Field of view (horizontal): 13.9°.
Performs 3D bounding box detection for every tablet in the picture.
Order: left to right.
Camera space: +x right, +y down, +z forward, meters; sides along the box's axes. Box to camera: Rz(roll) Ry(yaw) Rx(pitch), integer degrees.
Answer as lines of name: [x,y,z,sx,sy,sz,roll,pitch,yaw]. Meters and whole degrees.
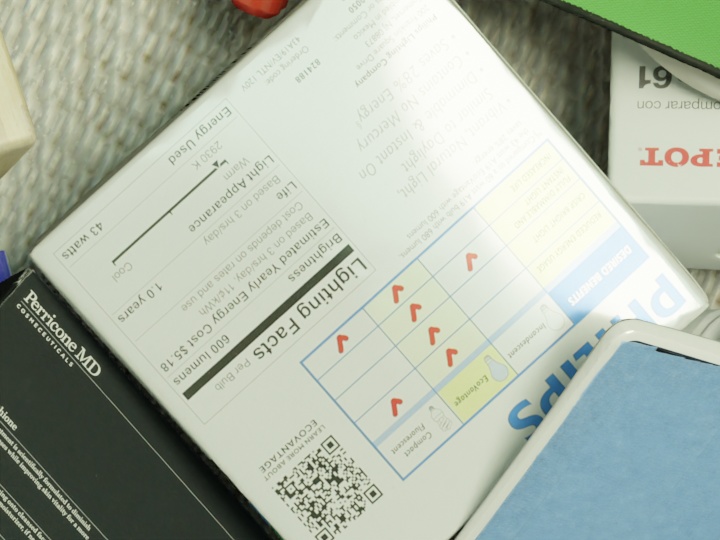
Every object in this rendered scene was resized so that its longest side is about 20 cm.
tablet: [0.100,0.107,1.193,0.130,0.200,0.014,16,32,-32]

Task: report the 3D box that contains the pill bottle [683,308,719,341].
pill bottle: [0.218,0.065,1.244,0.114,0.199,0.115,1,89,-53]

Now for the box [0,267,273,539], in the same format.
box: [-0.122,0.123,1.175,0.200,0.079,0.141,50,54,-15]

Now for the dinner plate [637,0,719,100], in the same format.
dinner plate: [0.189,-0.156,1.210,0.199,0.024,0.201,0,109,1]

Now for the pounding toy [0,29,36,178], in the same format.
pounding toy: [-0.230,-0.105,1.149,0.141,0.200,0.185,-19,87,-20]

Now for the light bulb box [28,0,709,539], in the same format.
light bulb box: [0.000,0.000,1.222,0.198,0.125,0.200,-41,95,-1]

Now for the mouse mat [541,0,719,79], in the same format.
mouse mat: [0.111,-0.177,1.183,0.199,0.008,0.162,23,109,-10]

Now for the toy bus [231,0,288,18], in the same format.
toy bus: [-0.022,-0.210,1.271,0.135,0.200,0.193,18,105,1]

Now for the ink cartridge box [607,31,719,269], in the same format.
ink cartridge box: [0.184,-0.106,1.314,0.144,0.085,0.201,1,73,7]

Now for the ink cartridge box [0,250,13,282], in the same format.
ink cartridge box: [-0.211,0.101,1.204,0.199,0.043,0.199,-13,85,-22]
